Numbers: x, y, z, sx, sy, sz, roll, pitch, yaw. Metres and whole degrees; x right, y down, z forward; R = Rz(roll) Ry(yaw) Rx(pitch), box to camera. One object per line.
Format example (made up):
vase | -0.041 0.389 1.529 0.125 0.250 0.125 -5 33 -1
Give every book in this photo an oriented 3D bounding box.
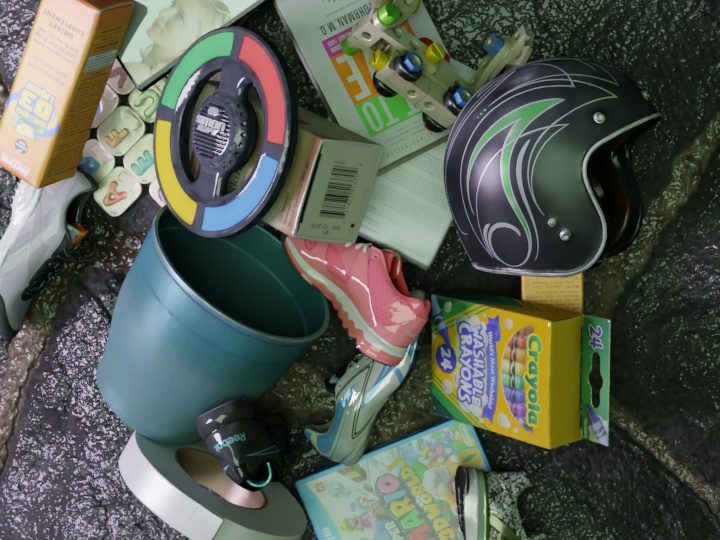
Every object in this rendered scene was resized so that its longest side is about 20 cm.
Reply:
book | 0.017 -0.207 1.596 0.133 0.048 0.201 -27 84 -4

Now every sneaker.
sneaker | 0.000 0.000 1.609 0.087 0.074 0.200 -48 64 16
sneaker | 0.010 0.104 1.643 0.072 0.072 0.201 29 99 -4
sneaker | 0.150 0.292 1.637 0.088 0.077 0.201 -8 100 -1
sneaker | -0.110 0.186 1.604 0.075 0.200 0.080 -28 72 6
sneaker | -0.332 -0.020 1.667 0.079 0.074 0.201 23 99 8

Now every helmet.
helmet | 0.175 -0.098 1.473 0.199 0.200 0.192 -1 98 7

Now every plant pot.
plant pot | -0.164 0.066 1.607 0.200 0.200 0.188 38 114 1

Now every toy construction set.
toy construction set | 0.068 -0.213 1.541 0.199 0.132 0.092 23 142 -11

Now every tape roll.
tape roll | -0.147 0.221 1.613 0.202 0.203 0.037 32 101 2

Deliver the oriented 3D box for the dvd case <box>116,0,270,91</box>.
dvd case | -0.175 -0.289 1.577 0.199 0.018 0.143 -35 90 5

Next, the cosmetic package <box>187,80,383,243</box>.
cosmetic package | -0.083 -0.108 1.565 0.200 0.087 0.104 27 107 43

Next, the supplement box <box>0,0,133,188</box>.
supplement box | -0.291 -0.182 1.564 0.066 0.069 0.201 30 118 13

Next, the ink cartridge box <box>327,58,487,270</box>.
ink cartridge box | 0.043 -0.125 1.632 0.159 0.047 0.201 27 86 3

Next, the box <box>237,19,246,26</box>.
box | -0.210 -0.300 1.619 0.200 0.060 0.117 44 94 0

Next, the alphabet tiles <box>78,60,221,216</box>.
alphabet tiles | -0.230 -0.162 1.668 0.196 0.015 0.200 -44 91 11

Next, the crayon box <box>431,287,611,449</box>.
crayon box | 0.152 0.095 1.571 0.199 0.051 0.127 12 106 48

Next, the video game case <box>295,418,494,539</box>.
video game case | 0.049 0.249 1.685 0.199 0.018 0.144 -22 95 10

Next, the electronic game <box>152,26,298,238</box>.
electronic game | -0.130 -0.130 1.523 0.199 0.041 0.201 -5 82 44

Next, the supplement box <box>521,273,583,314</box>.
supplement box | 0.189 -0.042 1.604 0.068 0.067 0.201 -3 96 8
